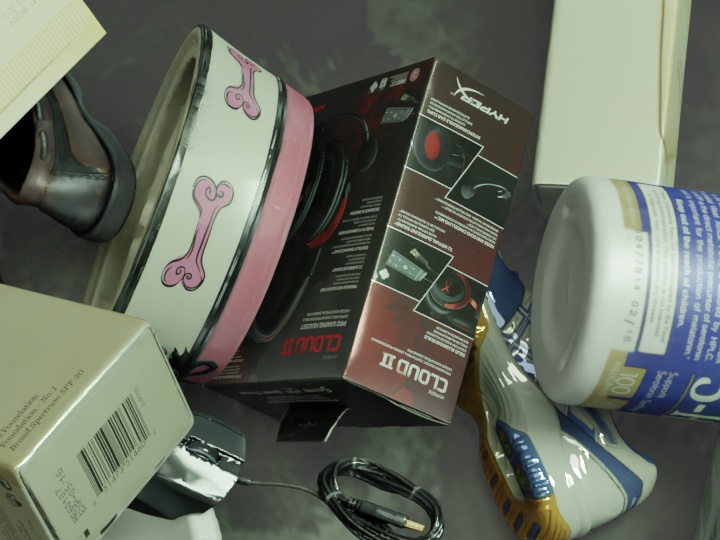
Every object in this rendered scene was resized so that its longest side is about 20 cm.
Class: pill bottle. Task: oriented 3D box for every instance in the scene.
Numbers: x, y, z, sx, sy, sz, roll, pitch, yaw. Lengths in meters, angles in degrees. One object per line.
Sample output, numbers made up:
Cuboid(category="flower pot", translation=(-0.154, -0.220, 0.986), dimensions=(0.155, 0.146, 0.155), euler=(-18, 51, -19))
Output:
Cuboid(category="pill bottle", translation=(0.199, 0.021, 0.899), dimensions=(0.200, 0.120, 0.120), euler=(7, 73, -9))

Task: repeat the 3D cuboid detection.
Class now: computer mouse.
Cuboid(category="computer mouse", translation=(-0.054, 0.103, 0.876), dimensions=(0.200, 0.034, 0.059), euler=(11, 51, 7))

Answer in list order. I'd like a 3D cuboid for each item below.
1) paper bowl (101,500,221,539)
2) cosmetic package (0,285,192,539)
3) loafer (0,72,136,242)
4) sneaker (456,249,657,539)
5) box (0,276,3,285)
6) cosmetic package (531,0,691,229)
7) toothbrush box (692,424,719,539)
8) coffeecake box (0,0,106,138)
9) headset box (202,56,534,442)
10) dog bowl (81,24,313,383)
Cuboid(category="paper bowl", translation=(-0.169, 0.178, 0.899), dimensions=(0.200, 0.104, 0.201), euler=(0, 51, 0))
Cuboid(category="cosmetic package", translation=(-0.195, 0.064, 0.848), dimensions=(0.200, 0.073, 0.104), euler=(12, 47, 33))
Cuboid(category="loafer", translation=(-0.191, -0.079, 0.968), dimensions=(0.200, 0.063, 0.072), euler=(39, 110, 49))
Cuboid(category="sneaker", translation=(0.097, 0.053, 0.969), dimensions=(0.088, 0.075, 0.200), euler=(-15, 73, -20))
Cuboid(category="box", translation=(-0.304, 0.035, 0.998), dimensions=(0.198, 0.050, 0.200), euler=(-20, 72, -4))
Cuboid(category="cosmetic package", translation=(0.149, -0.122, 0.990), dimensions=(0.073, 0.104, 0.200), euler=(3, 74, 14))
Cuboid(category="toothbrush box", translation=(0.274, 0.153, 0.869), dimensions=(0.200, 0.146, 0.086), euler=(13, 110, 8))
Cuboid(category="coffeecake box", translation=(-0.263, -0.126, 0.975), dimensions=(0.154, 0.073, 0.200), euler=(-48, 40, -16))
Cuboid(category="headset box", translation=(0.000, 0.000, 0.935), dimensions=(0.075, 0.149, 0.200), euler=(25, 73, -29))
Cuboid(category="dog bowl", translation=(-0.089, -0.028, 0.937), dimensions=(0.074, 0.200, 0.200), euler=(20, 74, -15))
